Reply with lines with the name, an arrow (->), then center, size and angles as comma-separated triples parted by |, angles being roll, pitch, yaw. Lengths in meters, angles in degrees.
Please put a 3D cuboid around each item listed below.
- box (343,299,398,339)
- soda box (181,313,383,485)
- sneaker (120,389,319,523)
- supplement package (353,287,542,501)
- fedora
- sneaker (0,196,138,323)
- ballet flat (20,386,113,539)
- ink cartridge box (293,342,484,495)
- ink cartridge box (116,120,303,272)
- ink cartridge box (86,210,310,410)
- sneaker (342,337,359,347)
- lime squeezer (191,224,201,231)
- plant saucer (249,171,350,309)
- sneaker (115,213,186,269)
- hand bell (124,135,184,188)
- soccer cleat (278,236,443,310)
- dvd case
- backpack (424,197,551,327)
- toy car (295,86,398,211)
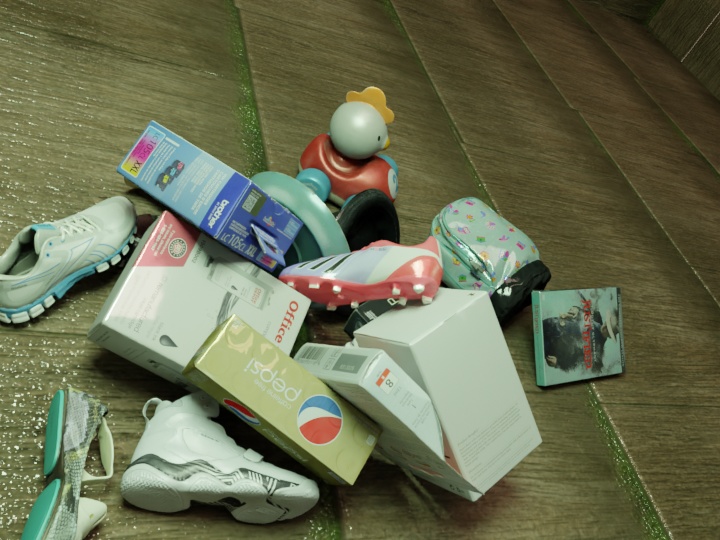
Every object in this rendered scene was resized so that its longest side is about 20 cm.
box -> 0.098, 0.108, 0.979 | 0.200, 0.044, 0.160 | 45, 40, 18
soda box -> -0.079, 0.134, 0.702 | 0.200, 0.064, 0.068 | 40, 62, -11
sneaker -> -0.139, 0.190, 0.715 | 0.199, 0.075, 0.115 | 12, 44, -17
supplement package -> 0.101, 0.135, 0.794 | 0.121, 0.120, 0.201 | -30, 106, -27
fedora -> -0.024, -0.032, 0.994 | 0.091, 0.202, 0.200 | 12, 30, 29
sneaker -> -0.335, -0.030, 0.775 | 0.075, 0.087, 0.200 | 30, 56, 17
ballet flat -> -0.265, 0.200, 0.635 | 0.072, 0.072, 0.201 | 12, 43, -21
ink cartridge box -> 0.033, 0.156, 0.743 | 0.200, 0.162, 0.050 | 42, 67, -23
ink cartridge box -> -0.157, -0.076, 0.784 | 0.199, 0.077, 0.136 | 30, -3, 26
ink cartridge box -> -0.173, 0.052, 0.766 | 0.200, 0.083, 0.147 | 32, 61, -21
sneaker -> -0.026, 0.115, 0.840 | 0.200, 0.115, 0.073 | -18, 59, -41
lime squeezer -> -0.204, -0.045, 0.910 | 0.200, 0.038, 0.071 | 49, 44, -5
plant saucer -> -0.094, -0.030, 0.889 | 0.200, 0.200, 0.027 | 41, 50, 14
sneaker -> -0.232, -0.015, 0.885 | 0.200, 0.076, 0.115 | 40, 36, 13
hand bell -> -0.228, -0.080, 0.968 | 0.200, 0.104, 0.104 | 50, 41, 4
soccer cleat -> 0.000, 0.000, 0.806 | 0.199, 0.067, 0.077 | -1, 59, 22
dvd case -> 0.352, 0.101, 1.098 | 0.199, 0.022, 0.147 | -1, 87, -35
backpack -> 0.198, -0.019, 1.116 | 0.167, 0.127, 0.200 | -25, 60, -42
toy car -> 0.004, -0.203, 1.134 | 0.176, 0.200, 0.185 | 28, 39, -2
